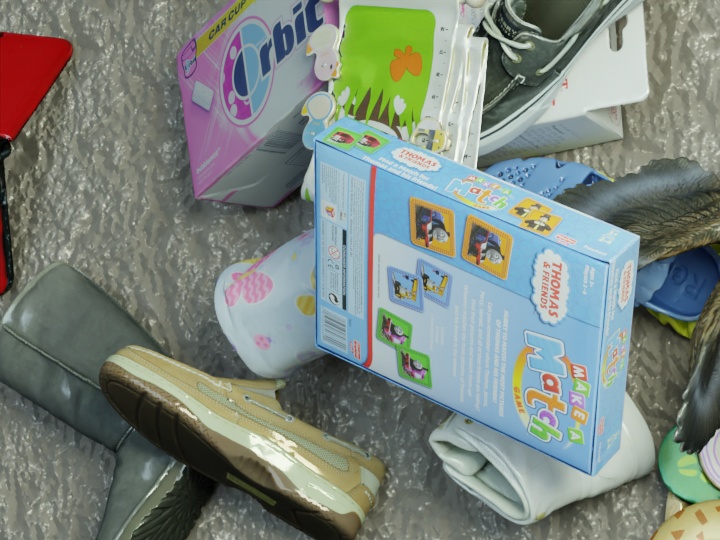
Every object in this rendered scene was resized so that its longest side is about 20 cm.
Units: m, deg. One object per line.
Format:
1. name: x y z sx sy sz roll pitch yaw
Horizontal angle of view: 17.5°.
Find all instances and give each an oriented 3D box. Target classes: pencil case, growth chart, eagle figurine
1. pencil case: 0.000 0.000 1.495 0.199 0.091 0.083 -25 103 37
2. growth chart: 0.019 -0.083 1.421 0.144 0.018 0.202 -4 80 35
3. eagle figurine: 0.214 -0.012 1.364 0.199 0.151 0.152 -36 51 -8

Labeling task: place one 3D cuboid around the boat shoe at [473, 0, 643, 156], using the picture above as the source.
1. boat shoe: 0.106 -0.154 1.456 0.200 0.071 0.072 -46 62 15

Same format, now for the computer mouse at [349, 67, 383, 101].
1. computer mouse: 0.006 -0.055 1.520 0.058 0.201 0.034 -1 47 -12

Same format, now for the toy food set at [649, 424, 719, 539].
1. toy food set: 0.265 0.144 1.383 0.199 0.049 0.199 7 80 30

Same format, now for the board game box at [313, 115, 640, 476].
1. board game box: 0.061 0.014 1.333 0.199 0.037 0.152 25 133 29

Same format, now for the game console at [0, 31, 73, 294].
1. game console: -0.320 -0.087 1.787 0.199 0.119 0.174 9 112 31

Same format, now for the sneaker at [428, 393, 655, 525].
1. sneaker: 0.082 0.066 1.462 0.115 0.074 0.200 -22 58 -25

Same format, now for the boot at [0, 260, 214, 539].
1. boot: -0.190 0.107 1.631 0.199 0.073 0.182 28 77 25

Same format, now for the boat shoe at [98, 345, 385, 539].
1. boat shoe: -0.075 0.100 1.542 0.199 0.072 0.076 34 64 -4

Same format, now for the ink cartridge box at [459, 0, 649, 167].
1. ink cartridge box: 0.104 -0.137 1.536 0.199 0.068 0.116 -10 73 27

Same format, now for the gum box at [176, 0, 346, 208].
1. gum box: -0.044 -0.137 1.566 0.200 0.066 0.114 -37 55 49

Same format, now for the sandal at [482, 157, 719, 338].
1. sandal: 0.148 -0.024 1.472 0.199 0.087 0.080 22 89 33
